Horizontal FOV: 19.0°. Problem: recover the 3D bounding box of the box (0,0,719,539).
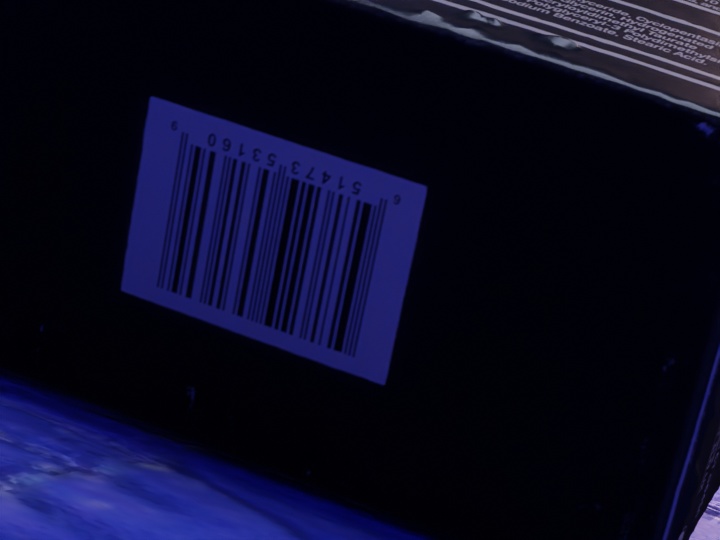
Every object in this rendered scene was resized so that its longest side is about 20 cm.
[{"bbox_3d":[0.022,-0.034,0.554,0.200,0.123,0.198,20,25,17],"label":"box"}]
